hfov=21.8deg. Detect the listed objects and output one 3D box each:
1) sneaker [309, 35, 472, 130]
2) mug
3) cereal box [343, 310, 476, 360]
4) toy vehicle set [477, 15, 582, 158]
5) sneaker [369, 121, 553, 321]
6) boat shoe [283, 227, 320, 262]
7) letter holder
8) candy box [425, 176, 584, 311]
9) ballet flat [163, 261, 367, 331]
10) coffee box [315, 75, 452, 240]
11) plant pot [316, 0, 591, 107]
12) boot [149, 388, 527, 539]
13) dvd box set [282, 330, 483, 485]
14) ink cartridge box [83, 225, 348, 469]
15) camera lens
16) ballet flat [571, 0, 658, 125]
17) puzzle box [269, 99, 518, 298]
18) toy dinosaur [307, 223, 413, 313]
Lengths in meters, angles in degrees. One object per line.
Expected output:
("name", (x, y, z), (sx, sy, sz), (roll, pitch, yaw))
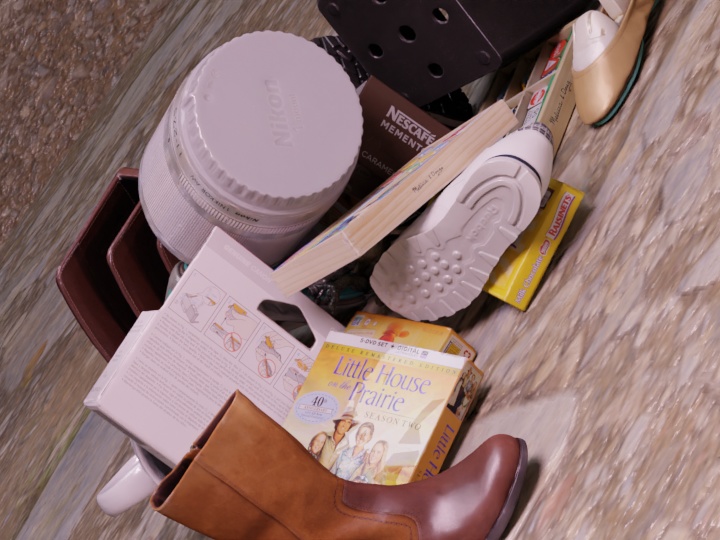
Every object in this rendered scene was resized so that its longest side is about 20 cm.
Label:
("sneaker", (0.010, -0.152, 1.766), (0.088, 0.199, 0.076), (-44, 45, 32))
("mug", (-0.154, 0.143, 1.652), (0.200, 0.148, 0.175), (-42, 7, -7))
("cereal box", (-0.007, 0.129, 1.474), (0.143, 0.039, 0.201), (7, 60, 57))
("toy vehicle set", (0.137, -0.123, 1.638), (0.124, 0.026, 0.201), (-30, 29, 50))
("sneaker", (0.083, -0.035, 1.452), (0.200, 0.076, 0.081), (-42, 15, 39))
("boat shoe", (-0.080, -0.039, 1.747), (0.068, 0.201, 0.057), (-32, 26, -4))
("letter holder", (-0.176, 0.027, 1.738), (0.100, 0.201, 0.143), (8, 54, 35))
("candy box", (0.105, -0.038, 1.508), (0.103, 0.026, 0.200), (-65, 24, 2))
("ballet flat", (-0.088, 0.027, 1.696), (0.068, 0.198, 0.064), (56, 133, 44))
("coffee box", (0.005, -0.090, 1.718), (0.080, 0.114, 0.200), (-61, 13, -20))
("plant pot", (0.077, -0.261, 1.693), (0.199, 0.200, 0.178), (-22, 26, 44))
("boot", (-0.011, 0.136, 1.241), (0.188, 0.199, 0.069), (-45, 20, 21))
("dvd box set", (-0.008, 0.146, 1.389), (0.145, 0.029, 0.201), (10, 65, 42))
("ink cartridge box", (-0.098, 0.093, 1.538), (0.177, 0.199, 0.045), (-57, 19, -16))
("camera lens", (-0.094, -0.094, 1.573), (0.161, 0.159, 0.200), (-61, 7, -25))
("ballet flat", (0.209, -0.210, 1.565), (0.068, 0.063, 0.201), (-27, 31, 53))
("puzzle box", (0.027, -0.057, 1.493), (0.200, 0.026, 0.133), (-40, 5, -32))
("toy dinosaur", (0.000, 0.000, 1.576), (0.088, 0.048, 0.200), (-30, -10, -9))
